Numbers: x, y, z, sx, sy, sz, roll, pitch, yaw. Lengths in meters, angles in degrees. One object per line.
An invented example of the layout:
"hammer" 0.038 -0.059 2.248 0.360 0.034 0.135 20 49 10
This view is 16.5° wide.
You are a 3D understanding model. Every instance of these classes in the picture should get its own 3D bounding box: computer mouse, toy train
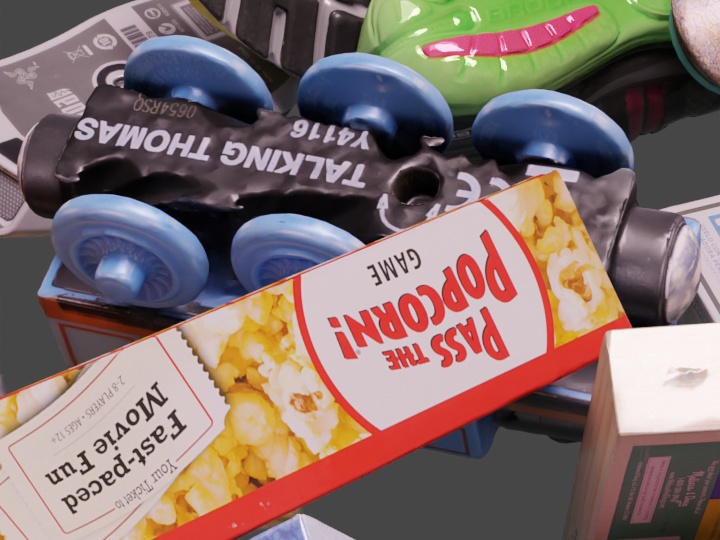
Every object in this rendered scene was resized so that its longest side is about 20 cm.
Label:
"computer mouse" -0.104 -0.033 0.792 0.199 0.044 0.110 -22 52 -27
"toy train" 0.000 0.000 0.705 0.199 0.114 0.087 10 56 17

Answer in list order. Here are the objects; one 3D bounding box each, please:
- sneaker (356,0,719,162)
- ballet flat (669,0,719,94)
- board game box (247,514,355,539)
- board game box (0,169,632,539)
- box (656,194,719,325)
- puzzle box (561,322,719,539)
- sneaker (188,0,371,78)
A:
"sneaker" 0.078 -0.073 0.807 0.199 0.084 0.077 -6 64 -30
"ballet flat" 0.181 -0.098 0.787 0.199 0.067 0.068 -13 73 -40
"board game box" -0.058 0.180 0.481 0.199 0.043 0.200 -28 62 14
"board game box" -0.059 0.048 0.554 0.200 0.151 0.046 -23 86 -36
"box" 0.195 0.017 0.725 0.199 0.060 0.117 -12 46 -10
"puzzle box" 0.116 0.061 0.588 0.132 0.200 0.026 -3 64 -2
"sneaker" 0.006 -0.111 0.835 0.199 0.078 0.090 -2 25 -42
